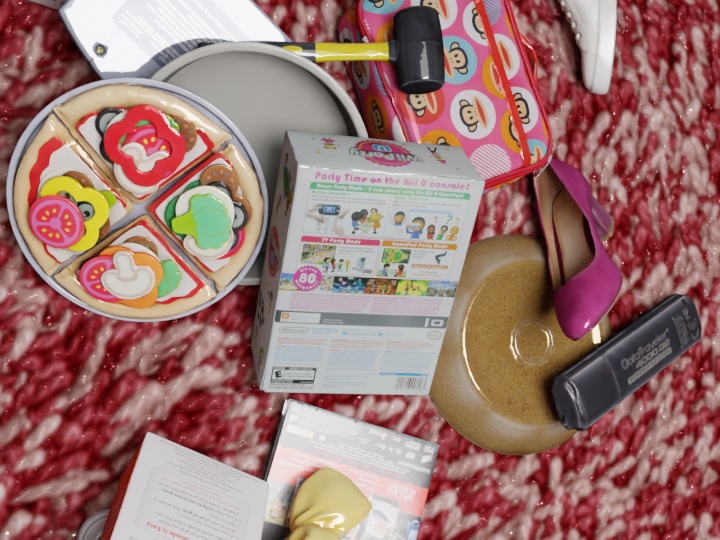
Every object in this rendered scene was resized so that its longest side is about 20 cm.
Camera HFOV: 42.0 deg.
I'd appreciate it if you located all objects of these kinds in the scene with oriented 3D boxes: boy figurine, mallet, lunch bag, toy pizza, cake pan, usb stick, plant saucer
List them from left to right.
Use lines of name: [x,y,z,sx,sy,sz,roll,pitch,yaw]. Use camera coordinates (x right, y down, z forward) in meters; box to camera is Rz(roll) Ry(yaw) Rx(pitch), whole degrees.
toy pizza: [-0.169,-0.045,0.714,0.197,0.032,0.203,-3,117,-5]
cake pan: [-0.090,-0.085,0.742,0.197,0.037,0.203,-2,119,-4]
boy figurine: [-0.048,0.244,0.711,0.064,0.125,0.201,29,45,-3]
mallet: [-0.029,-0.183,0.746,0.197,0.041,0.067,5,81,-7]
lunch bag: [0.086,-0.165,0.835,0.174,0.082,0.203,-18,89,-22]
plant saucer: [0.150,0.065,0.847,0.197,0.035,0.203,2,84,-16]
usb stick: [0.244,0.080,0.848,0.199,0.032,0.056,-27,100,-34]

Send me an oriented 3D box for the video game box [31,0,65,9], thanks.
video game box: [-0.221,-0.304,0.773,0.197,0.047,0.185,15,83,-15]

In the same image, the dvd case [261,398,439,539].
dvd case: [-0.024,0.225,0.786,0.144,0.022,0.203,18,78,-14]

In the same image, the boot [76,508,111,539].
boot: [-0.149,0.274,0.703,0.073,0.095,0.202,-31,93,-17]

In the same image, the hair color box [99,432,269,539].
hair color box: [-0.136,0.223,0.667,0.110,0.201,0.064,26,120,-13]

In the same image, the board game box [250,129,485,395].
board game box: [0.000,0.000,0.741,0.145,0.065,0.202,3,121,-17]

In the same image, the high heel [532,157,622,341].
high heel: [0.172,-0.023,0.810,0.096,0.067,0.201,41,31,-13]

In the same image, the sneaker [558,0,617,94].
sneaker: [0.204,-0.267,0.896,0.083,0.073,0.203,-2,90,14]

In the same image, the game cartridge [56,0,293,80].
game cartridge: [-0.135,-0.172,0.756,0.133,0.042,0.200,-47,114,1]
